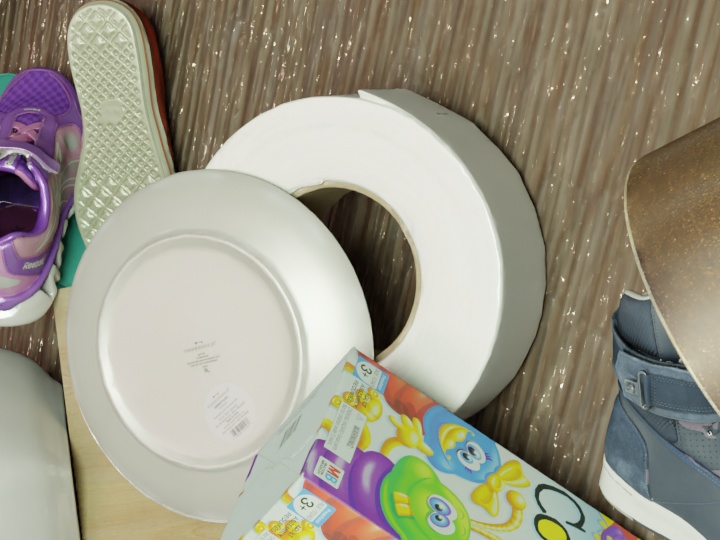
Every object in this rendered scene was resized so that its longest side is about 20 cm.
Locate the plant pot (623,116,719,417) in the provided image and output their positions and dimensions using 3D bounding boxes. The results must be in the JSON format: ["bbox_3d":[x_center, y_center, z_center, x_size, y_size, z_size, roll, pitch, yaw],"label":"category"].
[{"bbox_3d":[0.246,-0.023,0.768,0.200,0.187,0.187,-36,68,28],"label":"plant pot"}]

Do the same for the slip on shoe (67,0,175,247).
[{"bbox_3d":[-0.157,-0.087,1.258,0.074,0.061,0.200,0,108,13],"label":"slip on shoe"}]

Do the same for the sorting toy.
[{"bbox_3d":[-0.105,0.098,1.210,0.200,0.070,0.199,-9,87,46],"label":"sorting toy"}]

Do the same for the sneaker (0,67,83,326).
[{"bbox_3d":[-0.228,-0.065,1.257,0.089,0.080,0.200,91,-176,-56],"label":"sneaker"}]

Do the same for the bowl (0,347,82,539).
[{"bbox_3d":[-0.234,0.165,1.294,0.200,0.074,0.200,-115,21,-63],"label":"bowl"}]

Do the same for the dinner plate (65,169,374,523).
[{"bbox_3d":[-0.086,0.044,1.038,0.200,0.024,0.201,4,98,26],"label":"dinner plate"}]

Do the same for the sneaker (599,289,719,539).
[{"bbox_3d":[0.193,0.075,0.870,0.202,0.077,0.146,27,126,43],"label":"sneaker"}]

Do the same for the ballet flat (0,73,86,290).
[{"bbox_3d":[-0.234,-0.048,1.343,0.200,0.068,0.072,62,152,23],"label":"ballet flat"}]

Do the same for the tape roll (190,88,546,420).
[{"bbox_3d":[0.000,0.000,1.042,0.202,0.071,0.203,3,96,26],"label":"tape roll"}]

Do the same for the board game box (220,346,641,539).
[{"bbox_3d":[0.039,0.153,0.962,0.200,0.103,0.105,34,128,-9],"label":"board game box"}]
